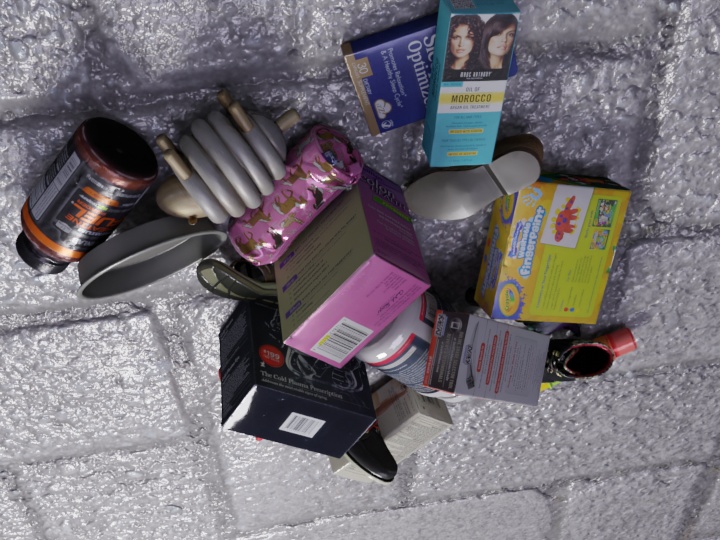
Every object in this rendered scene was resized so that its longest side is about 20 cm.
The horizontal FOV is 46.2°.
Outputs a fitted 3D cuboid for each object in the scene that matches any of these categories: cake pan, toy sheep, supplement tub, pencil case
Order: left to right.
[{"bbox_3d":[-0.339,-0.083,1.025,0.107,0.107,0.200,28,122,-31],"label":"supplement tub"},{"bbox_3d":[-0.269,-0.020,1.072,0.200,0.037,0.200,-24,174,-3],"label":"cake pan"},{"bbox_3d":[-0.156,-0.132,1.005,0.200,0.138,0.138,-35,131,-1],"label":"toy sheep"},{"bbox_3d":[-0.087,-0.093,1.080,0.083,0.087,0.200,31,122,-29],"label":"pencil case"},{"bbox_3d":[0.089,0.104,1.259,0.200,0.141,0.140,33,119,-33],"label":"supplement tub"}]

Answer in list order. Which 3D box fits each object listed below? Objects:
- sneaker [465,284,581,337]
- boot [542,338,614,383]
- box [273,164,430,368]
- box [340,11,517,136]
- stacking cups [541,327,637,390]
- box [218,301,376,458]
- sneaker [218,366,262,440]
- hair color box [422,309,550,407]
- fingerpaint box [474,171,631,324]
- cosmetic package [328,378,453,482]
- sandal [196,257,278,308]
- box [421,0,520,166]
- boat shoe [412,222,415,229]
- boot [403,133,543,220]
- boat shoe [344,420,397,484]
[{"bbox_3d":[0.255,0.066,1.285,0.199,0.074,0.088,1,100,-12],"label":"sneaker"},{"bbox_3d":[0.291,0.141,1.322,0.203,0.074,0.154,-6,174,5],"label":"boot"},{"bbox_3d":[-0.019,-0.011,1.090,0.097,0.200,0.176,28,121,-32],"label":"box"},{"bbox_3d":[0.089,-0.246,1.014,0.200,0.032,0.121,-19,133,5],"label":"box"},{"bbox_3d":[0.362,0.150,1.413,0.200,0.061,0.061,-24,132,10],"label":"stacking cups"},{"bbox_3d":[-0.097,0.154,1.239,0.200,0.182,0.104,21,124,-28],"label":"box"},{"bbox_3d":[-0.183,0.221,1.359,0.085,0.077,0.200,-19,133,13],"label":"sneaker"},{"bbox_3d":[0.183,0.127,1.203,0.064,0.111,0.200,7,173,45],"label":"hair color box"},{"bbox_3d":[0.264,-0.033,1.177,0.166,0.073,0.201,3,111,-15],"label":"fingerpaint box"},{"bbox_3d":[0.044,0.267,1.430,0.200,0.087,0.103,-39,139,22],"label":"cosmetic package"},{"bbox_3d":[-0.147,0.012,1.188,0.080,0.058,0.201,-10,161,40],"label":"sandal"},{"bbox_3d":[0.126,-0.219,0.990,0.082,0.049,0.200,-4,132,-9],"label":"box"},{"bbox_3d":[0.000,0.000,1.197,0.200,0.057,0.069,-54,155,13],"label":"boat shoe"},{"bbox_3d":[0.151,-0.124,1.116,0.200,0.076,0.074,-17,118,31],"label":"boot"},{"bbox_3d":[-0.005,0.250,1.347,0.063,0.201,0.074,-50,154,23],"label":"boat shoe"}]
